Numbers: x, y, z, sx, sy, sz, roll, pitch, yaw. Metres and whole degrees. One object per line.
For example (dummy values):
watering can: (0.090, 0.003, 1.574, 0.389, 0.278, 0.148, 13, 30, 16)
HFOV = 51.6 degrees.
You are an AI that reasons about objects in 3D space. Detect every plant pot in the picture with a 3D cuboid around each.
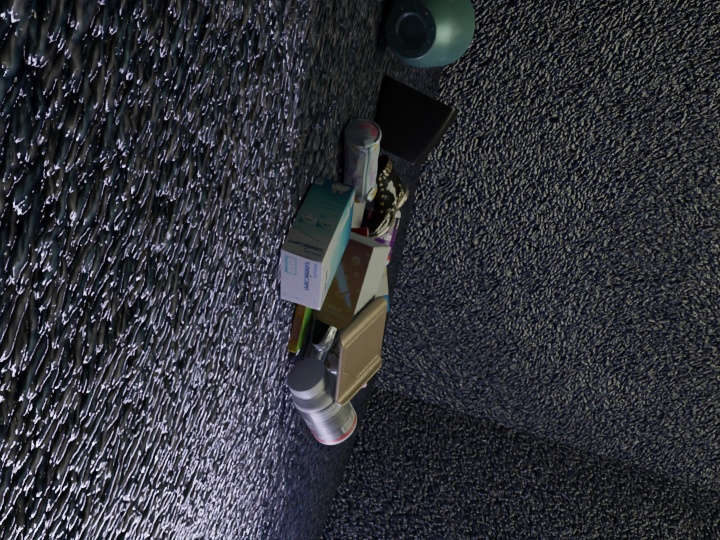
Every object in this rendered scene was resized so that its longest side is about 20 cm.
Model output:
plant pot: (0.146, -0.561, 1.710, 0.161, 0.198, 0.203, -42, 148, -55)
plant pot: (0.135, -0.392, 2.005, 0.179, 0.198, 0.200, -65, 175, 13)

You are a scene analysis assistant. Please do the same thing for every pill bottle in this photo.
pill bottle: (-0.091, 0.303, 1.729, 0.117, 0.114, 0.201, -68, 146, -41)
pill bottle: (0.051, -0.123, 2.162, 0.112, 0.111, 0.203, -30, 134, -80)

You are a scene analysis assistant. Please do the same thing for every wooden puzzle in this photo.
wooden puzzle: (-0.004, 0.179, 1.680, 0.185, 0.037, 0.202, -41, 142, -44)

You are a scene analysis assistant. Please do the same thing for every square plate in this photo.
square plate: (-0.019, -0.151, 1.897, 0.201, 0.028, 0.200, -65, 169, -52)

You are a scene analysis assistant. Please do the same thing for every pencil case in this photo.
pencil case: (0.001, -0.239, 1.653, 0.201, 0.082, 0.092, 93, -8, -54)

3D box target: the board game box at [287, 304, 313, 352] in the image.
board game box: (-0.116, 0.069, 1.611, 0.096, 0.030, 0.203, -42, 149, -78)

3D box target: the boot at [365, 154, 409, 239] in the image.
boot: (0.051, -0.201, 2.023, 0.201, 0.073, 0.151, -53, 137, -23)

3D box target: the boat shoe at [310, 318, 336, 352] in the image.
boat shoe: (-0.073, 0.096, 1.801, 0.067, 0.072, 0.203, 58, 42, -71)

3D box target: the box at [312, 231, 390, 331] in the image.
box: (-0.030, 0.022, 1.674, 0.097, 0.123, 0.203, -6, 115, -64)

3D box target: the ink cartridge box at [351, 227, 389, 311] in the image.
ink cartridge box: (0.000, 0.000, 1.763, 0.067, 0.115, 0.203, -8, 95, -51)

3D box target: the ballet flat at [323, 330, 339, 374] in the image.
ballet flat: (-0.043, 0.179, 1.897, 0.072, 0.071, 0.202, 95, 9, -53)

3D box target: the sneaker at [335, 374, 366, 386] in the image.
sneaker: (-0.052, 0.226, 1.946, 0.076, 0.103, 0.202, 84, -7, -46)

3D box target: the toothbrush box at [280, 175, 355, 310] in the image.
toothbrush box: (-0.080, -0.052, 1.405, 0.147, 0.084, 0.202, 97, 10, -51)

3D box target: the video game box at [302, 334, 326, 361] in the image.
video game box: (-0.116, 0.249, 1.902, 0.201, 0.046, 0.185, 88, 16, -66)
